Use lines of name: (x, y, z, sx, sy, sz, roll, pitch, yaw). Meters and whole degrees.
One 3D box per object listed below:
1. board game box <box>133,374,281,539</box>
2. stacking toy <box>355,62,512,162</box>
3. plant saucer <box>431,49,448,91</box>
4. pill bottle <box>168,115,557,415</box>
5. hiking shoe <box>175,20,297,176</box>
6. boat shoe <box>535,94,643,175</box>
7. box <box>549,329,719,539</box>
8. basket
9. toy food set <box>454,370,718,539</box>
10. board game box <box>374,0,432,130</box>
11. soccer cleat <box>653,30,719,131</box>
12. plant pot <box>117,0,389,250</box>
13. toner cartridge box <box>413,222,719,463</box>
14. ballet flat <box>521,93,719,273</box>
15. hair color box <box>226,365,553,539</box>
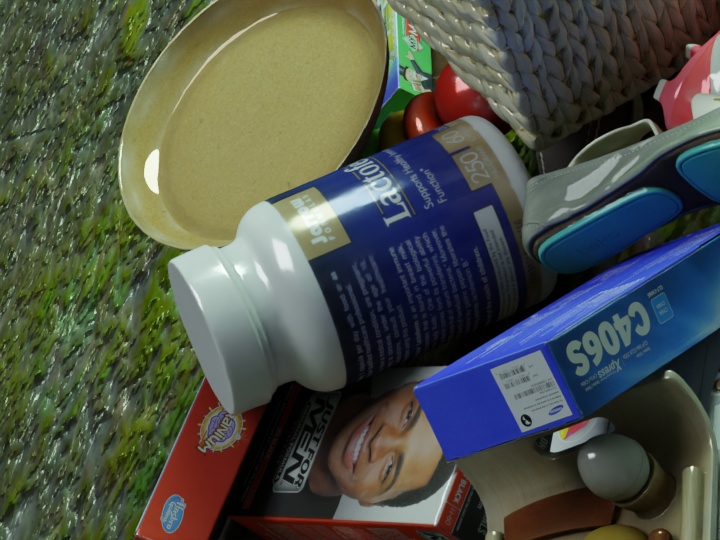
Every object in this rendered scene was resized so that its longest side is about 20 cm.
board game box: (-0.083, 0.100, 1.598, 0.153, 0.040, 0.200, 110, -177, -67)
stacking toy: (0.025, -0.063, 1.614, 0.200, 0.085, 0.085, -45, 32, 34)
plant saucer: (0.076, -0.177, 1.726, 0.200, 0.032, 0.200, -34, 38, 32)
pill bottle: (0.000, 0.000, 1.504, 0.200, 0.116, 0.116, -24, 29, -12)
hiking shoe: (-0.054, -0.113, 1.692, 0.101, 0.076, 0.200, -27, 39, 53)
boat shoe: (0.126, -0.119, 1.572, 0.072, 0.059, 0.200, -25, 43, 41)
box: (0.171, 0.104, 1.324, 0.200, 0.041, 0.156, -22, 45, 42)
basket: (0.094, -0.205, 1.482, 0.161, 0.198, 0.200, -35, 52, -8)
toy food set: (0.094, 0.154, 1.278, 0.143, 0.060, 0.200, -23, 44, 36)
board game box: (-0.019, -0.098, 1.747, 0.200, 0.029, 0.135, -48, 30, 38)
soccer cleat: (0.240, -0.140, 1.445, 0.076, 0.067, 0.200, 35, 86, 30)
plant pot: (-0.061, -0.094, 1.627, 0.200, 0.027, 0.200, -21, 50, 27)
toner cartridge box: (0.124, 0.031, 1.339, 0.095, 0.043, 0.200, -20, 6, 44)
ballet flat: (0.168, -0.060, 1.397, 0.200, 0.067, 0.064, -23, 51, 30)
hair color box: (0.018, 0.110, 1.513, 0.200, 0.061, 0.102, -5, 56, 52)
